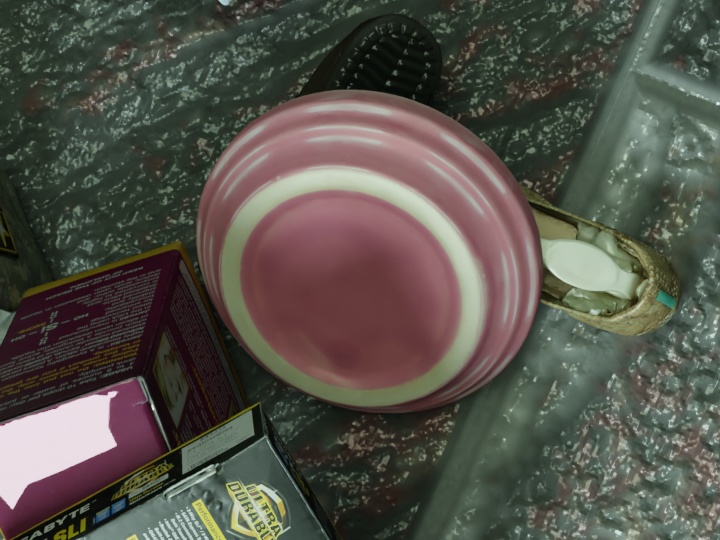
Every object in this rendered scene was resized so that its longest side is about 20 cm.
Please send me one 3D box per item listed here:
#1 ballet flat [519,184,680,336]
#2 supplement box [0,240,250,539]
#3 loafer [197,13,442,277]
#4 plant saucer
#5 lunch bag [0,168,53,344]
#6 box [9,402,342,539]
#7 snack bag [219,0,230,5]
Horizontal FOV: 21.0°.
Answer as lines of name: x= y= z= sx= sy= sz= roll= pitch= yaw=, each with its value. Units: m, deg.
ballet flat: x=0.088 y=-0.019 z=1.112 sx=0.200 sy=0.065 sz=0.071 roll=17 pitch=86 yaw=13
supplement box: x=-0.129 y=0.087 z=1.051 sx=0.103 sy=0.200 sz=0.131 roll=-17 pitch=109 yaw=7
loafer: x=-0.022 y=-0.067 z=1.145 sx=0.073 sy=0.071 sz=0.200 roll=37 pitch=102 yaw=-15
plant saucer: x=0.000 y=0.000 z=1.079 sx=0.200 sy=0.051 sz=0.201 roll=7 pitch=121 yaw=12
lunch bag: x=-0.275 y=-0.029 z=1.129 sx=0.200 sy=0.164 sz=0.118 roll=34 pitch=92 yaw=12
box: x=-0.068 y=0.190 z=0.954 sx=0.160 sy=0.049 sz=0.200 roll=-30 pitch=107 yaw=2
snack bag: x=-0.079 y=-0.273 z=1.128 sx=0.189 sy=0.021 sz=0.200 roll=48 pitch=56 yaw=-2
